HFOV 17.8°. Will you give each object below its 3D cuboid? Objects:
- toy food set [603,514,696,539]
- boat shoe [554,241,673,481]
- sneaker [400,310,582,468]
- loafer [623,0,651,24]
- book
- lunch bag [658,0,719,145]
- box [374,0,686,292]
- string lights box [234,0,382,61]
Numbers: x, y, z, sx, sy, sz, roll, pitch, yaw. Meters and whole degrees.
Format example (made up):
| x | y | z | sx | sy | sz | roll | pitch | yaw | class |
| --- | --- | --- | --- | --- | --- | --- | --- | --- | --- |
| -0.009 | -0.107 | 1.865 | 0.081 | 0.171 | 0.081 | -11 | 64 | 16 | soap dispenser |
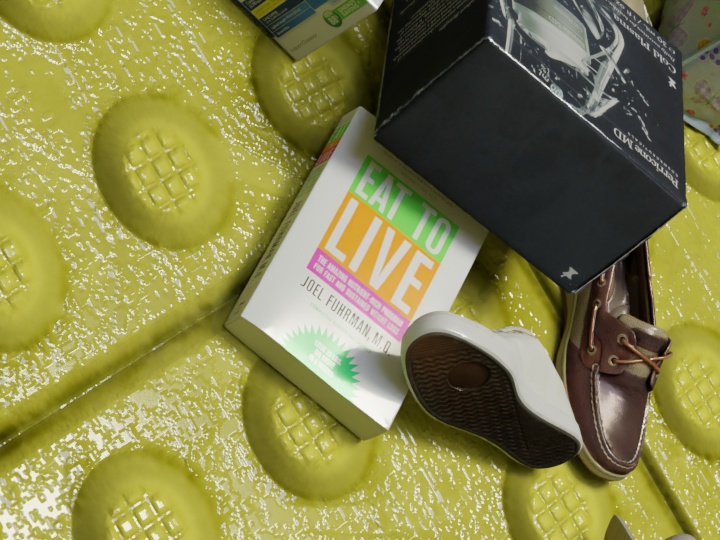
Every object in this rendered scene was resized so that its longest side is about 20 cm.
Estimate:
| x | y | z | sx | sy | sz | roll | pitch | yaw | class |
| --- | --- | --- | --- | --- | --- | --- | --- | --- | --- |
| 0.279 | 0.252 | 1.663 | 0.199 | 0.061 | 0.144 | 20 | 24 | -30 | toy food set |
| 0.195 | 0.055 | 1.717 | 0.072 | 0.072 | 0.201 | 19 | 61 | -31 | boat shoe |
| 0.085 | 0.067 | 1.615 | 0.200 | 0.073 | 0.085 | 42 | 30 | -47 | sneaker |
| 0.192 | -0.236 | 1.835 | 0.076 | 0.068 | 0.201 | -22 | 87 | -41 | loafer |
| 0.000 | 0.000 | 1.609 | 0.133 | 0.048 | 0.200 | 39 | 56 | -18 | book |
| 0.337 | -0.223 | 1.857 | 0.127 | 0.200 | 0.170 | 33 | 56 | -24 | lunch bag |
| 0.125 | -0.128 | 1.657 | 0.200 | 0.124 | 0.197 | 37 | 35 | -22 | box |
| -0.075 | -0.250 | 1.607 | 0.200 | 0.103 | 0.059 | 43 | 52 | -16 | string lights box |
